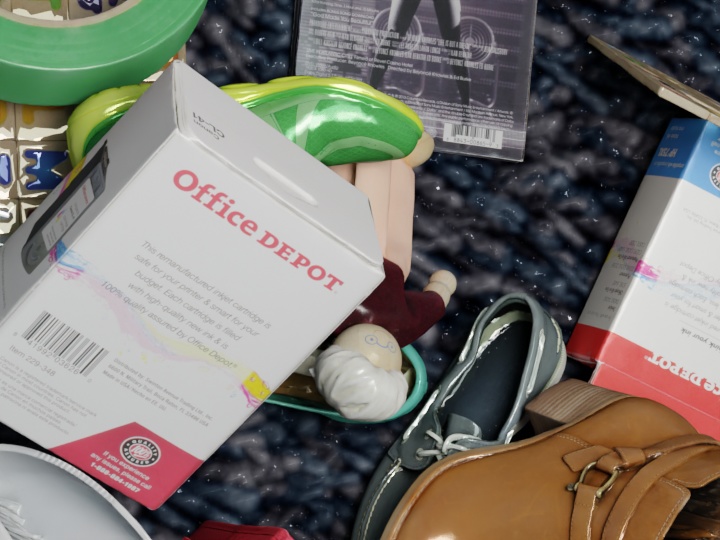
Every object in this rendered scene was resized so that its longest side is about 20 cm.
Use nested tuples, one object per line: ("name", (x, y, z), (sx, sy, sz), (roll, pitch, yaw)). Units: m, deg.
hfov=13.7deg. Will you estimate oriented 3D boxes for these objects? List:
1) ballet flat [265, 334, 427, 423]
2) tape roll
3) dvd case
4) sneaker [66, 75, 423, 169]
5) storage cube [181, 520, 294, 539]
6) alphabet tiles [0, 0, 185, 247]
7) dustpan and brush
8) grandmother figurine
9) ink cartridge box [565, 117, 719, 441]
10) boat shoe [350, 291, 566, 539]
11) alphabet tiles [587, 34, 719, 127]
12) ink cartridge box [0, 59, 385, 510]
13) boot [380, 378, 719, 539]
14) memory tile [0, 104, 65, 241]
("ballet flat", (-0.052, 0.045, 1.704), (0.199, 0.070, 0.068), (11, 83, -18))
("tape roll", (-0.176, -0.191, 1.662), (0.200, 0.048, 0.201), (6, 66, -13))
("dvd case", (0.035, -0.172, 1.781), (0.148, 0.016, 0.201), (7, 84, -17))
("sneaker", (-0.063, -0.062, 1.662), (0.199, 0.074, 0.084), (-5, 80, -14))
("storage cube", (-0.073, 0.260, 1.627), (0.180, 0.171, 0.200), (-44, 100, -15))
("alphabet tiles", (-0.177, -0.073, 1.675), (0.167, 0.008, 0.201), (-1, 81, -16))
("dustpan and brush", (-0.212, 0.131, 1.628), (0.140, 0.057, 0.200), (-46, 58, 9))
("grandmother figurine", (0.000, 0.000, 1.686), (0.121, 0.061, 0.200), (8, 50, -11))
("ink cartridge box", (0.202, 0.022, 1.786), (0.116, 0.067, 0.200), (26, 87, -15))
("boat shoe", (0.051, 0.097, 1.727), (0.073, 0.062, 0.200), (26, 69, 23))
("alphabet tiles", (0.238, -0.078, 1.767), (0.200, 0.167, 0.008), (27, 98, -15))
("ink cartridge box", (-0.105, 0.011, 1.594), (0.147, 0.086, 0.200), (35, 111, -26))
("boot", (0.114, 0.147, 1.644), (0.200, 0.155, 0.077), (-36, 125, -24))
("memory tile", (-0.187, -0.042, 1.687), (0.200, 0.017, 0.153), (-38, 93, -18))
